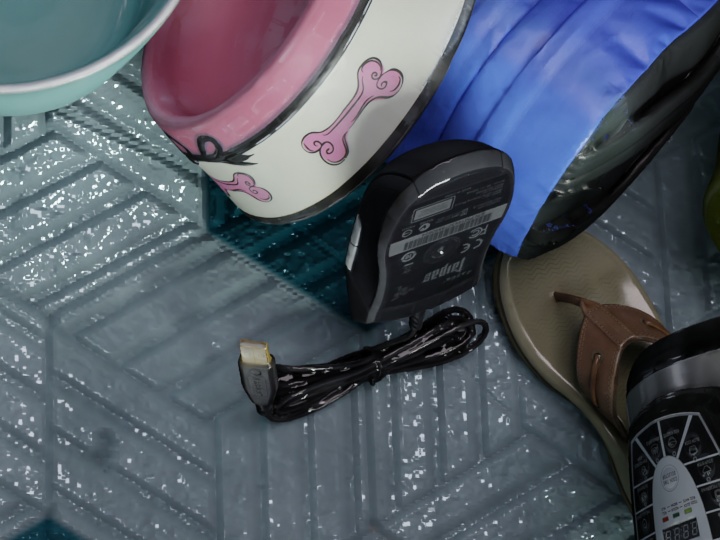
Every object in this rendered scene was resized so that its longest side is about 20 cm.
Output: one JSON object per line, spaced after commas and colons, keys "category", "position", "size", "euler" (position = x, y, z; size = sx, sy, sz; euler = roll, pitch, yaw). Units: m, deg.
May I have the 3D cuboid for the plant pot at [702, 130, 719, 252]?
{"category": "plant pot", "position": [0.271, -0.083, 1.401], "size": [0.200, 0.200, 0.193], "euler": [31, 63, -4]}

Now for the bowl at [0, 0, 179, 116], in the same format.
{"category": "bowl", "position": [-0.178, -0.158, 1.346], "size": [0.201, 0.105, 0.201], "euler": [1, 69, -3]}

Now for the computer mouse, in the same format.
{"category": "computer mouse", "position": [0.000, 0.000, 1.316], "size": [0.140, 0.200, 0.046], "euler": [-21, 63, -15]}

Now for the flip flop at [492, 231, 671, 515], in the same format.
{"category": "flip flop", "position": [0.143, 0.059, 1.400], "size": [0.081, 0.058, 0.200], "euler": [-26, 81, -22]}

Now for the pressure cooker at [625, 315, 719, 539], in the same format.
{"category": "pressure cooker", "position": [0.223, 0.126, 1.290], "size": [0.178, 0.176, 0.200], "euler": [-10, 72, 11]}

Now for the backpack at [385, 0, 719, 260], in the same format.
{"category": "backpack", "position": [0.092, -0.113, 1.384], "size": [0.168, 0.163, 0.200], "euler": [32, 56, 10]}

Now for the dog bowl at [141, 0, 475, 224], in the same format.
{"category": "dog bowl", "position": [-0.032, -0.128, 1.330], "size": [0.074, 0.200, 0.200], "euler": [29, 64, -31]}
